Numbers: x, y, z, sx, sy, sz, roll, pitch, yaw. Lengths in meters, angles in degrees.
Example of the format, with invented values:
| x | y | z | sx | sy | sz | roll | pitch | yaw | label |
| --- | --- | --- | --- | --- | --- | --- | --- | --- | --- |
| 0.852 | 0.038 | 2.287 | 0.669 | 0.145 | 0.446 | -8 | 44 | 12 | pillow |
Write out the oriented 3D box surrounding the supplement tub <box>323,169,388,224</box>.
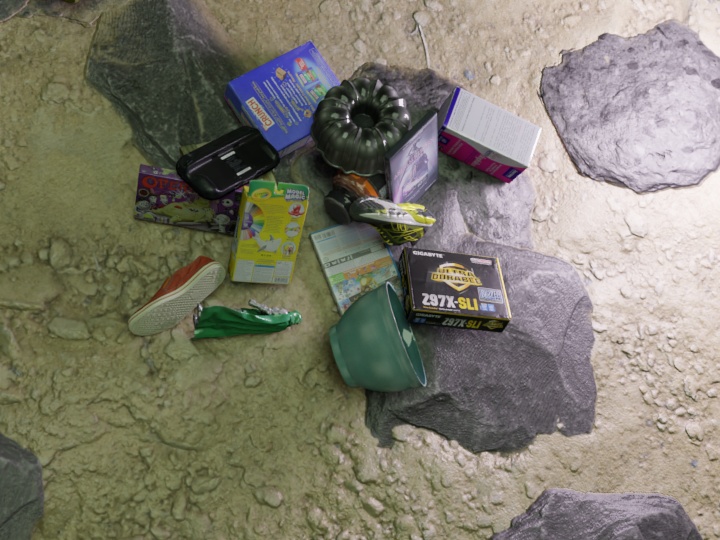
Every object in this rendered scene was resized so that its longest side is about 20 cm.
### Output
| x | y | z | sx | sy | sz | roll | pitch | yaw | label |
| --- | --- | --- | --- | --- | --- | --- | --- | --- | --- |
| 0.017 | -0.181 | 1.701 | 0.107 | 0.107 | 0.200 | 44 | 68 | 0 | supplement tub |

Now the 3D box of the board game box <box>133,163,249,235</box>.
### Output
| x | y | z | sx | sy | sz | roll | pitch | yaw | label |
| --- | --- | --- | --- | --- | --- | --- | --- | --- | --- |
| -0.311 | -0.127 | 1.593 | 0.199 | 0.120 | 0.032 | 10 | 43 | -12 | board game box |

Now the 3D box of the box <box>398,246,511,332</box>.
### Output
| x | y | z | sx | sy | sz | roll | pitch | yaw | label |
| --- | --- | --- | --- | --- | --- | --- | --- | --- | --- |
| 0.181 | 0.036 | 1.683 | 0.199 | 0.049 | 0.160 | 7 | 50 | -13 | box |

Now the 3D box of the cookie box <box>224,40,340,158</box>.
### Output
| x | y | z | sx | sy | sz | roll | pitch | yaw | label |
| --- | --- | --- | --- | --- | --- | --- | --- | --- | --- |
| -0.141 | -0.334 | 1.719 | 0.200 | 0.075 | 0.172 | -32 | 85 | -21 | cookie box |

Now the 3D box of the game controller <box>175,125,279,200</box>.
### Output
| x | y | z | sx | sy | sz | roll | pitch | yaw | label |
| --- | --- | --- | --- | --- | --- | --- | --- | --- | --- |
| -0.238 | -0.198 | 1.581 | 0.104 | 0.042 | 0.200 | 50 | 51 | 5 | game controller |

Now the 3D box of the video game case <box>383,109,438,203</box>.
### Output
| x | y | z | sx | sy | sz | roll | pitch | yaw | label |
| --- | --- | --- | --- | --- | --- | --- | --- | --- | --- |
| 0.101 | -0.198 | 1.686 | 0.019 | 0.200 | 0.143 | 34 | 67 | 23 | video game case |

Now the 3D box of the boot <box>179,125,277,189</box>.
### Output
| x | y | z | sx | sy | sz | roll | pitch | yaw | label |
| --- | --- | --- | --- | --- | --- | --- | --- | --- | --- |
| -0.246 | -0.169 | 1.647 | 0.154 | 0.072 | 0.201 | -20 | 74 | -20 | boot |

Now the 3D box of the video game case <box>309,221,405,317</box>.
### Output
| x | y | z | sx | sy | sz | roll | pitch | yaw | label |
| --- | --- | --- | --- | --- | --- | --- | --- | --- | --- |
| 0.000 | 0.000 | 1.693 | 0.143 | 0.018 | 0.201 | -19 | 80 | -19 | video game case |

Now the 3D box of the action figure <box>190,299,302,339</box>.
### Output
| x | y | z | sx | sy | sz | roll | pitch | yaw | label |
| --- | --- | --- | --- | --- | --- | --- | --- | --- | --- |
| -0.202 | 0.088 | 1.581 | 0.199 | 0.118 | 0.055 | 2 | 62 | -23 | action figure |

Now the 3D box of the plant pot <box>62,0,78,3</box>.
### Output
| x | y | z | sx | sy | sz | roll | pitch | yaw | label |
| --- | --- | --- | --- | --- | --- | --- | --- | --- | --- |
| -0.552 | -0.625 | 1.646 | 0.200 | 0.200 | 0.193 | 29 | 81 | -5 | plant pot |

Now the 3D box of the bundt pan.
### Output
| x | y | z | sx | sy | sz | roll | pitch | yaw | label |
| --- | --- | --- | --- | --- | --- | --- | --- | --- | --- |
| 0.007 | -0.283 | 1.646 | 0.201 | 0.076 | 0.203 | 3 | 67 | -6 | bundt pan |

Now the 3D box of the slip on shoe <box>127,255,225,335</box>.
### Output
| x | y | z | sx | sy | sz | roll | pitch | yaw | label |
| --- | --- | --- | --- | --- | --- | --- | --- | --- | --- |
| -0.338 | 0.045 | 1.572 | 0.200 | 0.074 | 0.061 | -40 | 53 | -15 | slip on shoe |

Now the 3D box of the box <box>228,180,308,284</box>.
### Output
| x | y | z | sx | sy | sz | roll | pitch | yaw | label |
| --- | --- | --- | --- | --- | --- | --- | --- | --- | --- |
| -0.168 | -0.074 | 1.579 | 0.117 | 0.201 | 0.048 | 4 | 30 | -22 | box |

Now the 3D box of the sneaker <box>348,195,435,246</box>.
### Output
| x | y | z | sx | sy | sz | roll | pitch | yaw | label |
| --- | --- | --- | --- | --- | --- | --- | --- | --- | --- |
| 0.058 | -0.085 | 1.656 | 0.199 | 0.085 | 0.075 | 5 | 30 | -37 | sneaker |

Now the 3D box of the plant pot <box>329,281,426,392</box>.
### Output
| x | y | z | sx | sy | sz | roll | pitch | yaw | label |
| --- | --- | --- | --- | --- | --- | --- | --- | --- | --- |
| 0.023 | 0.137 | 1.583 | 0.134 | 0.200 | 0.201 | -20 | 79 | 8 | plant pot |

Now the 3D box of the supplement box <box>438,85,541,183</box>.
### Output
| x | y | z | sx | sy | sz | roll | pitch | yaw | label |
| --- | --- | --- | --- | --- | --- | --- | --- | --- | --- |
| 0.256 | -0.278 | 1.795 | 0.199 | 0.101 | 0.104 | 23 | 70 | -7 | supplement box |
